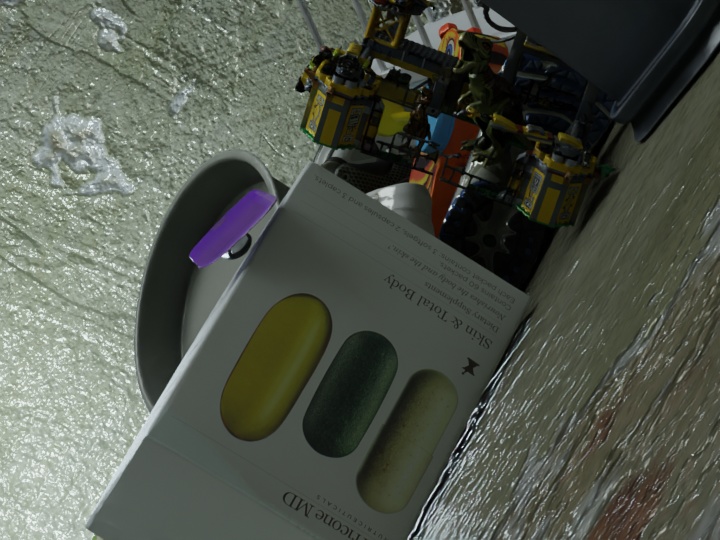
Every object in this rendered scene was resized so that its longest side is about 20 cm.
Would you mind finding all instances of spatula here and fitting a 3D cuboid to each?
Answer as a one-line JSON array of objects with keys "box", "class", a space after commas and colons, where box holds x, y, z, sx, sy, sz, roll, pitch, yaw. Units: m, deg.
[{"box": [-0.074, -0.019, 1.434, 0.057, 0.021, 0.200, -45, -1, -4], "class": "spatula"}]

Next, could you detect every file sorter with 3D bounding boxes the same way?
[{"box": [0.065, -0.216, 1.739, 0.200, 0.125, 0.139, -14, 16, 43], "class": "file sorter"}]

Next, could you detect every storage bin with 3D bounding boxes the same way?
[{"box": [0.153, -0.198, 1.370, 0.200, 0.134, 0.146, -62, 5, -37], "class": "storage bin"}]

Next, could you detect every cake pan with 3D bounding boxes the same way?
[{"box": [-0.094, 0.017, 1.725, 0.200, 0.037, 0.201, -31, 52, 50], "class": "cake pan"}]

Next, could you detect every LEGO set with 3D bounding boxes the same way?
[{"box": [0.068, -0.122, 1.425, 0.154, 0.200, 0.116, -46, -23, -61], "class": "LEGO set"}]

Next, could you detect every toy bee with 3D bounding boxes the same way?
[{"box": [0.076, -0.111, 1.626, 0.200, 0.131, 0.109, -52, 24, 18], "class": "toy bee"}]

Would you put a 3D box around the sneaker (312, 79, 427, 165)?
[{"box": [0.057, -0.091, 1.758, 0.115, 0.076, 0.200, 14, 47, 43], "class": "sneaker"}]

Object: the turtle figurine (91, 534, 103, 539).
[{"box": [-0.119, 0.199, 1.751, 0.194, 0.144, 0.200, -56, 6, -17], "class": "turtle figurine"}]

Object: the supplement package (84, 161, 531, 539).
[{"box": [-0.029, 0.081, 1.395, 0.200, 0.152, 0.151, -60, 3, -31], "class": "supplement package"}]

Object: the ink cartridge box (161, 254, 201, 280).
[{"box": [-0.052, 0.017, 1.871, 0.117, 0.200, 0.068, -61, 4, -37], "class": "ink cartridge box"}]

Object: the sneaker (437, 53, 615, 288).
[{"box": [0.094, -0.061, 1.540, 0.200, 0.077, 0.085, -60, -1, -22], "class": "sneaker"}]

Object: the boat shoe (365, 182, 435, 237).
[{"box": [-0.008, -0.015, 1.539, 0.200, 0.072, 0.066, 157, 123, -70], "class": "boat shoe"}]

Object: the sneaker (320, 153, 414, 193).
[{"box": [0.000, 0.000, 1.664, 0.200, 0.114, 0.076, -63, 3, -32], "class": "sneaker"}]
